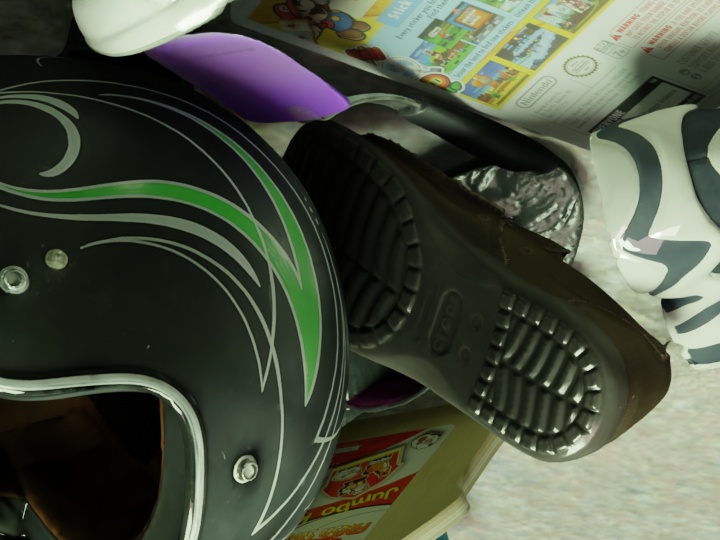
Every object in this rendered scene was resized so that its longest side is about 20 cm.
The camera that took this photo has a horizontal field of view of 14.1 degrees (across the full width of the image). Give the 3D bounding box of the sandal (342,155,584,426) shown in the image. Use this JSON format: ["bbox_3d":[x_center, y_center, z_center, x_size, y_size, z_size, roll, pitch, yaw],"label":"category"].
[{"bbox_3d":[0.011,0.028,1.177,0.200,0.048,0.075,-36,119,10],"label":"sandal"}]

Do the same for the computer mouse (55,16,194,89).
[{"bbox_3d":[-0.085,-0.104,1.083,0.059,0.034,0.200,11,146,-2],"label":"computer mouse"}]

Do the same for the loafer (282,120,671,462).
[{"bbox_3d":[0.040,0.010,1.107,0.071,0.200,0.073,2,121,-46],"label":"loafer"}]

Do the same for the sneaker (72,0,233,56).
[{"bbox_3d":[-0.040,-0.135,0.963,0.200,0.070,0.080,-30,98,47],"label":"sneaker"}]

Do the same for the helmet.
[{"bbox_3d":[-0.097,0.025,1.064,0.190,0.200,0.200,22,150,-20],"label":"helmet"}]

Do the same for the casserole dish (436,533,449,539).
[{"bbox_3d":[-0.044,0.136,1.485,0.200,0.039,0.121,-11,159,32],"label":"casserole dish"}]

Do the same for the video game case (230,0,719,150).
[{"bbox_3d":[0.073,-0.110,1.025,0.182,0.023,0.200,18,152,-17],"label":"video game case"}]

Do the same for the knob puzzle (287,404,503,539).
[{"bbox_3d":[-0.032,0.130,1.335,0.219,0.220,0.030,-12,111,34],"label":"knob puzzle"}]

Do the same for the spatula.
[{"bbox_3d":[0.008,-0.059,1.078,0.056,0.021,0.200,-5,169,43],"label":"spatula"}]

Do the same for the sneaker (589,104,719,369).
[{"bbox_3d":[0.171,-0.022,1.093,0.129,0.080,0.199,-14,157,16],"label":"sneaker"}]
